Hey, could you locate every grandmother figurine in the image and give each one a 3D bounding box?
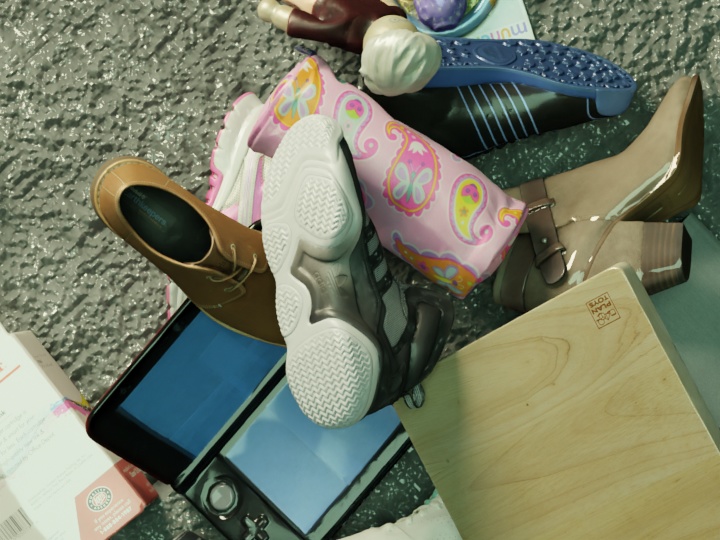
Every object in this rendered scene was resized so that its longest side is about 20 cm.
[{"bbox_3d":[-0.015,-0.181,1.090,0.120,0.200,0.061,-18,131,-30],"label":"grandmother figurine"}]

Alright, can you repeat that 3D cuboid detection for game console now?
[{"bbox_3d":[-0.060,0.097,1.115,0.172,0.119,0.200,42,91,13],"label":"game console"}]

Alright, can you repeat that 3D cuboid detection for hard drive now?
[{"bbox_3d":[0.261,0.078,1.129,0.200,0.033,0.140,45,71,2],"label":"hard drive"}]

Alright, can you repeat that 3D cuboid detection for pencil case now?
[{"bbox_3d":[0.019,-0.067,1.088,0.199,0.087,0.088,36,90,2],"label":"pencil case"}]

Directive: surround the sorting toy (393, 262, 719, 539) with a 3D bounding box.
[{"bbox_3d":[0.151,0.121,1.057,0.199,0.069,0.200,-30,85,31],"label":"sorting toy"}]

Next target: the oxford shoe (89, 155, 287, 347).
[{"bbox_3d":[-0.090,-0.001,1.041,0.199,0.071,0.072,32,90,-20],"label":"oxford shoe"}]

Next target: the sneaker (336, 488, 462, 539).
[{"bbox_3d":[0.057,0.189,1.140,0.197,0.075,0.090,0,83,-9],"label":"sneaker"}]

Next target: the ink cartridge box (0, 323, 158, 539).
[{"bbox_3d":[-0.255,0.125,1.151,0.116,0.067,0.201,-38,89,1],"label":"ink cartridge box"}]

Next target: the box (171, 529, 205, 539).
[{"bbox_3d":[-0.085,0.304,1.121,0.198,0.107,0.150,30,89,2],"label":"box"}]

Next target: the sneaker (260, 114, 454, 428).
[{"bbox_3d":[0.000,0.000,1.042,0.075,0.113,0.203,-11,83,41],"label":"sneaker"}]

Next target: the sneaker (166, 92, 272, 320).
[{"bbox_3d":[-0.080,-0.022,1.140,0.087,0.081,0.202,19,90,4],"label":"sneaker"}]

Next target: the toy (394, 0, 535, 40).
[{"bbox_3d":[0.051,-0.234,1.157,0.114,0.047,0.203,-17,88,2],"label":"toy"}]

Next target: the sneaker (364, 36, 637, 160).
[{"bbox_3d":[0.099,-0.121,1.148,0.197,0.070,0.079,5,125,-9],"label":"sneaker"}]

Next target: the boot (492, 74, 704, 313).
[{"bbox_3d":[0.169,-0.054,1.134,0.144,0.070,0.202,-4,51,26],"label":"boot"}]
